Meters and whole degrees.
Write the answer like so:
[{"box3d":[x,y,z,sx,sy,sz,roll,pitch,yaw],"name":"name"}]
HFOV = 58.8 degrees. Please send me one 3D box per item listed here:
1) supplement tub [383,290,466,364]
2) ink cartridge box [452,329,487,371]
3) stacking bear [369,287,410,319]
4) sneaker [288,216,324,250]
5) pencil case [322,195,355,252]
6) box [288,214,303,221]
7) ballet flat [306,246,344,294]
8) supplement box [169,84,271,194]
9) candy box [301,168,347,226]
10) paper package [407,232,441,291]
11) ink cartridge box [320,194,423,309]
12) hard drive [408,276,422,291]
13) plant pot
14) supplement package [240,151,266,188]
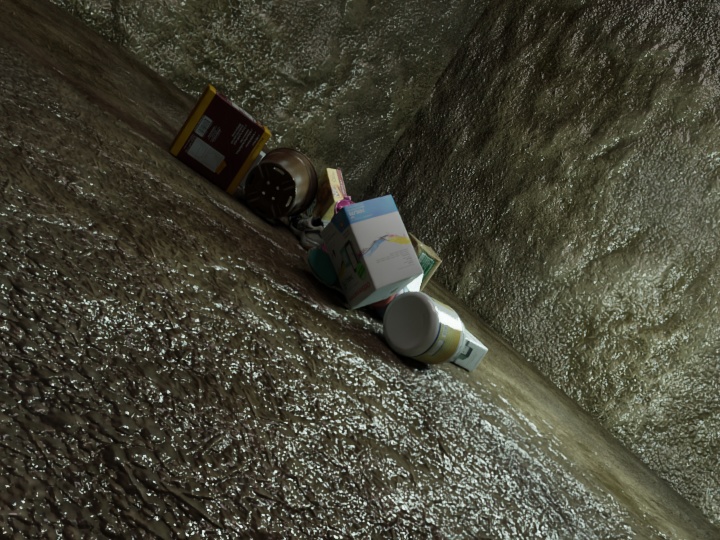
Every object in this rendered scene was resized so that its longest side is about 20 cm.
[{"box3d":[0.154,0.139,1.486,0.144,0.146,0.199,42,9,35],"name":"supplement tub"},{"box3d":[0.254,0.193,1.839,0.198,0.085,0.146,29,11,-45],"name":"ink cartridge box"},{"box3d":[0.096,0.087,1.674,0.200,0.119,0.117,43,43,-44],"name":"stacking bear"},{"box3d":[-0.144,-0.121,1.856,0.075,0.089,0.200,28,10,-36],"name":"sneaker"},{"box3d":[-0.064,-0.123,1.843,0.088,0.201,0.096,1,62,-23],"name":"pencil case"},{"box3d":[-0.166,-0.152,2.102,0.154,0.042,0.200,37,9,-15],"name":"box"},{"box3d":[-0.062,0.020,1.558,0.198,0.072,0.072,37,7,-20],"name":"ballet flat"},{"box3d":[-0.379,-0.356,1.733,0.198,0.199,0.133,33,8,-23],"name":"supplement box"},{"box3d":[-0.112,-0.199,1.920,0.054,0.200,0.118,2,60,-31],"name":"candy box"},{"box3d":[0.154,0.003,2.067,0.102,0.202,0.191,33,9,-14],"name":"paper package"},{"box3d":[0.025,-0.041,1.491,0.143,0.147,0.205,-16,77,-31],"name":"ink cartridge box"},{"box3d":[0.099,-0.026,1.761,0.201,0.026,0.133,49,35,-20],"name":"hard drive"},{"box3d":[-0.231,-0.236,1.807,0.198,0.202,0.199,36,16,-4],"name":"plant pot"},{"box3d":[-0.383,-0.356,2.015,0.199,0.118,0.117,39,8,14],"name":"supplement package"}]
